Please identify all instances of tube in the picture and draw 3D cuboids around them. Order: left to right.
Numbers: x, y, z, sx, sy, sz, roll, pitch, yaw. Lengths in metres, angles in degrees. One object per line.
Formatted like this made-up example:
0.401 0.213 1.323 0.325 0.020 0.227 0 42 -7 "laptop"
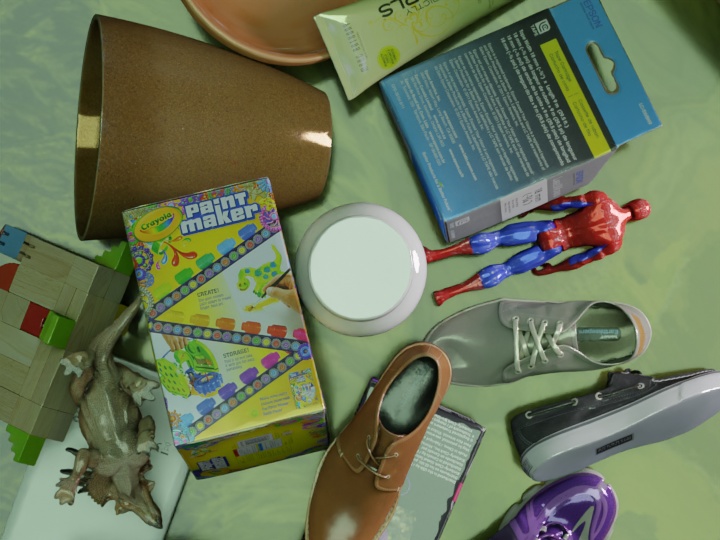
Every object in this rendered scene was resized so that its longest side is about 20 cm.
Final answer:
0.059 -0.220 1.704 0.200 0.052 0.058 -28 66 -17 "tube"

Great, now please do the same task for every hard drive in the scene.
-0.220 0.178 1.734 0.131 0.026 0.201 20 89 1 "hard drive"

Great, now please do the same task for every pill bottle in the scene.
0.000 0.000 1.651 0.108 0.200 0.109 0 88 0 "pill bottle"

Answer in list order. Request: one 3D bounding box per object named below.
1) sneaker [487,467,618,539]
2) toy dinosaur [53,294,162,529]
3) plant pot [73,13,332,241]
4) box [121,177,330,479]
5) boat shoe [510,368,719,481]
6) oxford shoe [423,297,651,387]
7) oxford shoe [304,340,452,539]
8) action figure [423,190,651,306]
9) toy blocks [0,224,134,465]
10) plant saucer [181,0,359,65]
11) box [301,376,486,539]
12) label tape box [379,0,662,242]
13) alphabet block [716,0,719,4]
0.138 0.247 1.703 0.200 0.083 0.081 -39 89 -2 "sneaker"
-0.207 0.119 1.650 0.086 0.136 0.201 -2 91 -6 "toy dinosaur"
-0.131 -0.110 1.681 0.199 0.186 0.187 4 88 -15 "plant pot"
-0.105 0.052 1.632 0.122 0.200 0.193 -13 76 -3 "box"
0.221 0.117 1.719 0.199 0.070 0.066 -22 61 -6 "boat shoe"
0.151 0.059 1.722 0.199 0.058 0.075 -5 91 2 "oxford shoe"
0.010 0.146 1.592 0.071 0.071 0.201 25 90 2 "oxford shoe"
0.153 -0.026 1.727 0.199 0.052 0.066 -17 93 3 "action figure"
-0.287 0.048 1.701 0.136 0.100 0.201 21 88 28 "toy blocks"
-0.074 -0.264 1.708 0.199 0.037 0.201 7 69 -20 "plant saucer"
0.018 0.201 1.685 0.106 0.122 0.201 24 89 2 "box"
0.136 -0.130 1.704 0.199 0.063 0.145 -23 70 -1 "label tape box"
0.406 -0.274 1.660 0.196 0.200 0.196 -39 88 -1 "alphabet block"
